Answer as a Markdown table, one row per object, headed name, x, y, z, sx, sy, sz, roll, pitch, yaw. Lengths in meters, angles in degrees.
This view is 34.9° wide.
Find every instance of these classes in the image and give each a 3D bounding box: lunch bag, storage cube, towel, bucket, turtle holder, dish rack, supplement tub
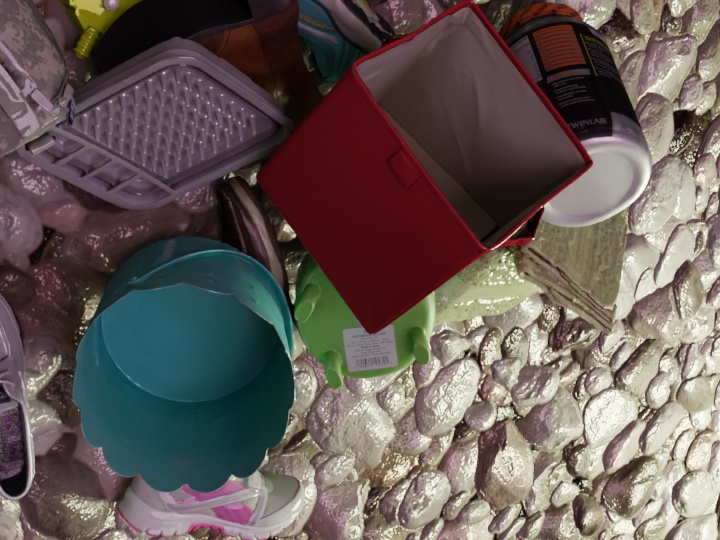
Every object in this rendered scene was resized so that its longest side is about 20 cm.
| name | x | y | z | sx | sy | sz | roll | pitch | yaw |
| --- | --- | --- | --- | --- | --- | --- | --- | --- | --- |
| lunch bag | -0.314 | -0.182 | 0.858 | 0.139 | 0.167 | 0.201 | -41 | 123 | -13 |
| storage cube | 0.051 | -0.083 | 0.967 | 0.170 | 0.179 | 0.201 | -36 | 89 | -40 |
| towel | 0.214 | -0.050 | 1.161 | 0.148 | 0.036 | 0.202 | 35 | 50 | -28 |
| bucket | -0.153 | 0.076 | 1.026 | 0.203 | 0.135 | 0.211 | -2 | 115 | -5 |
| turtle holder | -0.007 | 0.008 | 1.108 | 0.140 | 0.132 | 0.186 | -32 | 117 | 18 |
| towel | 0.152 | 0.006 | 1.216 | 0.198 | 0.037 | 0.148 | -3 | 148 | -50 |
| dish rack | -0.171 | -0.125 | 0.965 | 0.171 | 0.198 | 0.044 | 30 | 47 | -53 |
| supplement tub | 0.192 | -0.152 | 1.080 | 0.120 | 0.202 | 0.124 | -5 | 141 | -4 |

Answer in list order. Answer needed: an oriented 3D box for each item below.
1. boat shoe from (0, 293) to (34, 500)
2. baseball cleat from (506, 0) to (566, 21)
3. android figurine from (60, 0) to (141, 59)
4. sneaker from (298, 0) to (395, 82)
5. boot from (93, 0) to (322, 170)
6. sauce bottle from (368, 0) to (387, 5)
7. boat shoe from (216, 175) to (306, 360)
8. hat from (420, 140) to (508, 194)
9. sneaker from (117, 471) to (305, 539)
| name | x | y | z | sx | sy | sz | roll | pitch | yaw |
| --- | --- | --- | --- | --- | --- | --- | --- | --- | --- |
| boat shoe | -0.325 | 0.108 | 1.006 | 0.071 | 0.068 | 0.204 | -9 | 110 | -29 |
| baseball cleat | 0.196 | -0.251 | 1.190 | 0.105 | 0.070 | 0.202 | 16 | 119 | -14 |
| android figurine | -0.182 | -0.264 | 0.992 | 0.181 | 0.041 | 0.202 | 29 | 88 | -35 |
| sneaker | -0.009 | -0.213 | 1.108 | 0.079 | 0.078 | 0.200 | -32 | 134 | 20 |
| boot | -0.128 | -0.167 | 1.028 | 0.187 | 0.069 | 0.201 | -34 | 148 | -14 |
| sauce bottle | 0.086 | -0.320 | 1.126 | 0.198 | 0.065 | 0.066 | -29 | 119 | -19 |
| boat shoe | -0.111 | 0.012 | 1.106 | 0.074 | 0.075 | 0.205 | -24 | 117 | -16 |
| hat | 0.092 | -0.141 | 1.106 | 0.079 | 0.201 | 0.204 | -8 | 112 | -1 |
| sneaker | -0.139 | 0.213 | 1.147 | 0.197 | 0.081 | 0.090 | 7 | 104 | -34 |
